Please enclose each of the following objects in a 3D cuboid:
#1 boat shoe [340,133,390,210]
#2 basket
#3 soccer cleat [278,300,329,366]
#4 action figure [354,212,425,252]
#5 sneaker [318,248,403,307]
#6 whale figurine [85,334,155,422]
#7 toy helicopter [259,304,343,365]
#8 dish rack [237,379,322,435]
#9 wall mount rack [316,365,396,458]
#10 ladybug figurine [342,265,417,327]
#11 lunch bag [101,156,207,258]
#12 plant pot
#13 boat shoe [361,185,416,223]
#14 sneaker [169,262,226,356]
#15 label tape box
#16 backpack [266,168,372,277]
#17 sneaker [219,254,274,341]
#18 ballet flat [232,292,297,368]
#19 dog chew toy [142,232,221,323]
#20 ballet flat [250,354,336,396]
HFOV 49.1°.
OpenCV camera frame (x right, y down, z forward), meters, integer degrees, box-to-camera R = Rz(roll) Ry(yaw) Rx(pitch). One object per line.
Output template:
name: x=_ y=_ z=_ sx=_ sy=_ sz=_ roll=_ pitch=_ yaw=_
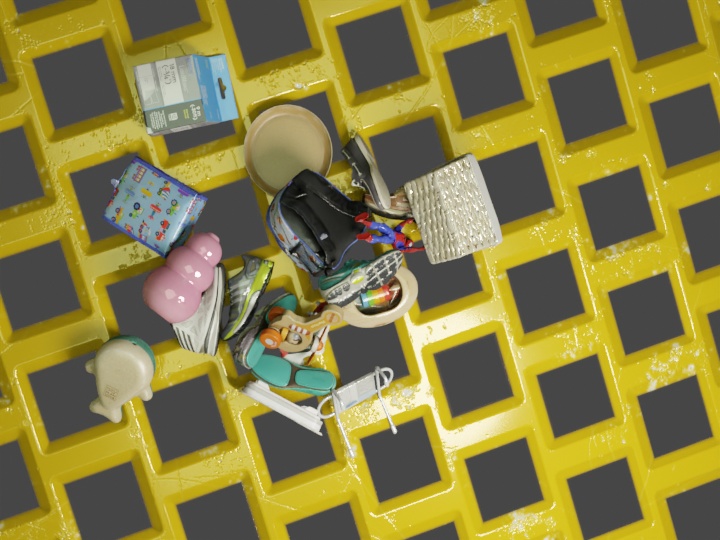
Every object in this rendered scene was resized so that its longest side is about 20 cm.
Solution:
boat shoe: x=0.009 y=-0.203 z=1.706 sx=0.062 sy=0.073 sz=0.203 roll=-29 pitch=59 yaw=14
basket: x=0.191 y=-0.126 z=1.664 sx=0.121 sy=0.135 sz=0.205 roll=-21 pitch=93 yaw=-32
soccer cleat: x=-0.096 y=0.136 z=1.721 sx=0.085 sy=0.069 sz=0.200 roll=40 pitch=111 yaw=-16
action figure: x=0.080 y=-0.079 z=1.687 sx=0.097 sy=0.199 sz=0.067 roll=-11 pitch=76 yaw=29
sneaker: x=0.000 y=0.000 z=1.672 sx=0.197 sy=0.080 sz=0.079 roll=-25 pitch=139 yaw=-14
whale figurine: x=-0.516 y=0.229 z=1.701 sx=0.156 sy=0.104 sz=0.203 roll=25 pitch=114 yaw=-5
toy helicopter: x=-0.106 y=0.124 z=1.636 sx=0.198 sy=0.080 sz=0.132 roll=-25 pitch=121 yaw=35
dish rack: x=-0.167 y=0.287 z=1.690 sx=0.197 sy=0.172 sz=0.044 roll=28 pitch=79 yaw=-5
wall mount rack: x=0.006 y=0.309 z=1.742 sx=0.197 sy=0.075 sz=0.177 roll=-25 pitch=132 yaw=-18
ladybug figurine: x=0.029 y=0.053 z=1.744 sx=0.195 sy=0.072 sz=0.139 roll=-12 pitch=93 yaw=-5
lunch bag: x=-0.455 y=-0.141 z=1.693 sx=0.197 sy=0.094 sz=0.153 roll=30 pitch=92 yaw=4
plant pot: x=-0.160 y=-0.260 z=1.739 sx=0.194 sy=0.027 sz=0.206 roll=0 pitch=91 yaw=-5
boat shoe: x=0.099 y=-0.150 z=1.749 sx=0.195 sy=0.076 sz=0.076 roll=11 pitch=86 yaw=-14
sneaker: x=-0.354 y=0.079 z=1.708 sx=0.112 sy=0.076 sz=0.206 roll=8 pitch=94 yaw=-7
label tape box: x=-0.375 y=-0.383 z=1.696 sx=0.195 sy=0.063 sz=0.148 roll=-13 pitch=94 yaw=-4
backpack: x=-0.102 y=-0.106 z=1.670 sx=0.191 sy=0.153 sz=0.201 roll=48 pitch=52 yaw=-15
sneaker: x=-0.262 y=0.058 z=1.726 sx=0.080 sy=0.074 sz=0.203 roll=26 pitch=84 yaw=4
ballet flat: x=-0.216 y=0.121 z=1.715 sx=0.072 sy=0.072 sz=0.202 roll=38 pitch=59 yaw=-6
dog chew toy: x=-0.364 y=0.007 z=1.647 sx=0.123 sy=0.124 sz=0.202 roll=36 pitch=79 yaw=-6
ballet flat: x=-0.150 y=0.237 z=1.727 sx=0.195 sy=0.071 sz=0.069 roll=13 pitch=65 yaw=0
